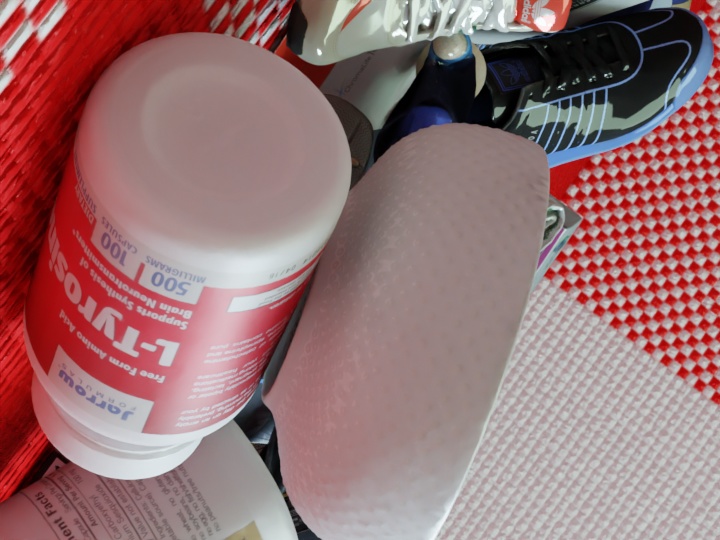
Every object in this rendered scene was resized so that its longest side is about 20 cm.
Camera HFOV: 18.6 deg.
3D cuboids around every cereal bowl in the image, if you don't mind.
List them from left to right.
[{"bbox_3d":[0.010,0.025,0.963,0.200,0.083,0.202,-161,-90,-82],"label":"cereal bowl"}]

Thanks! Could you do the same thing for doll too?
[{"bbox_3d":[0.031,-0.061,1.150,0.201,0.048,0.137,-74,-177,-51],"label":"doll"}]

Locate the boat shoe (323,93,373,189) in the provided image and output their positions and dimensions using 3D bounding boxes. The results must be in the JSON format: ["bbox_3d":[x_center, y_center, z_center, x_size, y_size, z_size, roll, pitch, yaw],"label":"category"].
[{"bbox_3d":[-0.069,-0.011,1.155,0.200,0.076,0.072,-47,179,3],"label":"boat shoe"}]

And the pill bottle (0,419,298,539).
[{"bbox_3d":[-0.140,0.159,1.133,0.199,0.115,0.115,-30,165,-18],"label":"pill bottle"}]

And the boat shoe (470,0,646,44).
[{"bbox_3d":[0.111,-0.181,1.292,0.070,0.199,0.064,20,67,-47],"label":"boat shoe"}]

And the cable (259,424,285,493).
[{"bbox_3d":[-0.077,0.096,1.296,0.200,0.050,0.164,-40,140,-44],"label":"cable"}]

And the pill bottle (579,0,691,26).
[{"bbox_3d":[0.155,-0.191,1.364,0.112,0.111,0.202,-41,146,-60],"label":"pill bottle"}]

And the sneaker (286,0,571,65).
[{"bbox_3d":[0.054,-0.148,1.085,0.199,0.093,0.071,-35,153,-35],"label":"sneaker"}]

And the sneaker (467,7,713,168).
[{"bbox_3d":[0.113,-0.106,1.279,0.199,0.070,0.078,-28,153,-1],"label":"sneaker"}]

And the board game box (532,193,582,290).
[{"bbox_3d":[0.046,0.003,1.627,0.201,0.147,0.064,-57,173,19],"label":"board game box"}]

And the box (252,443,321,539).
[{"bbox_3d":[-0.069,0.167,1.484,0.198,0.049,0.161,-22,-157,8],"label":"box"}]

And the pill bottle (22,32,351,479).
[{"bbox_3d":[-0.082,0.003,0.940,0.112,0.112,0.201,-48,170,-39],"label":"pill bottle"}]

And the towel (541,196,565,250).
[{"bbox_3d":[0.000,0.000,1.218,0.149,0.031,0.199,-35,-156,-34],"label":"towel"}]

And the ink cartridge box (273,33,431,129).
[{"bbox_3d":[0.025,-0.150,1.185,0.163,0.057,0.200,-56,177,13],"label":"ink cartridge box"}]

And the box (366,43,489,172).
[{"bbox_3d":[0.029,-0.105,1.426,0.200,0.044,0.161,-48,170,-40],"label":"box"}]

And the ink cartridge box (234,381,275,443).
[{"bbox_3d":[-0.050,0.061,1.385,0.199,0.039,0.100,9,121,-52],"label":"ink cartridge box"}]

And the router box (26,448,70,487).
[{"bbox_3d":[-0.188,0.183,1.327,0.158,0.052,0.200,-54,173,0],"label":"router box"}]
